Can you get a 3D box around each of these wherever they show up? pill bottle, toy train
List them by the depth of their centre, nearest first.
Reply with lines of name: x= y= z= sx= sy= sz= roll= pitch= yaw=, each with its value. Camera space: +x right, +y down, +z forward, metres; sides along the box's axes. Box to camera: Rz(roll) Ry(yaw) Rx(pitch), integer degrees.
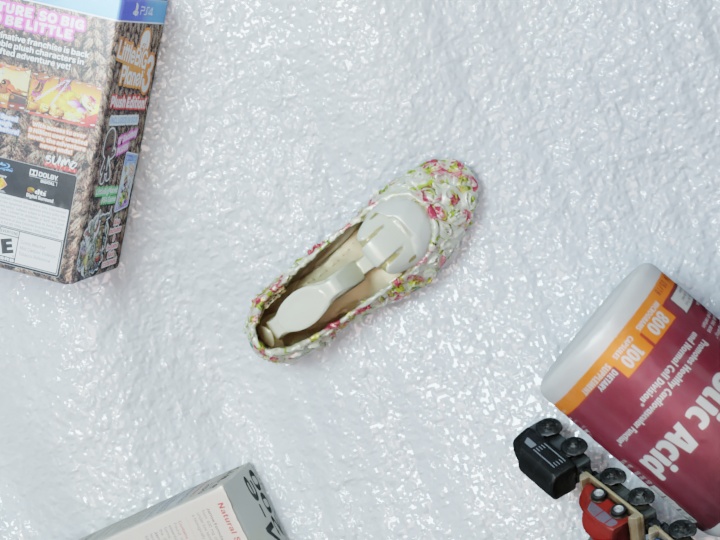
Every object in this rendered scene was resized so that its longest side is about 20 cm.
toy train: x=0.165 y=0.157 z=1.066 sx=0.046 sy=0.200 sz=0.034 roll=-26 pitch=128 yaw=-23
pill bottle: x=0.225 y=0.099 z=1.068 sx=0.200 sy=0.114 sz=0.114 roll=40 pitch=103 yaw=4

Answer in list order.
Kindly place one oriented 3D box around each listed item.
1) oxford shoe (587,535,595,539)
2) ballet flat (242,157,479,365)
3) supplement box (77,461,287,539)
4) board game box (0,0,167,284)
oxford shoe: x=0.168 y=0.274 z=1.100 sx=0.084 sy=0.072 sz=0.201 roll=36 pitch=128 yaw=42
ballet flat: x=0.000 y=0.000 z=1.127 sx=0.200 sy=0.064 sz=0.076 roll=-41 pitch=87 yaw=13
supplement box: x=-0.146 y=0.238 z=1.181 sx=0.199 sy=0.074 sz=0.127 roll=-25 pitch=92 yaw=13
board game box: x=-0.238 y=-0.109 z=1.143 sx=0.159 sy=0.097 sz=0.201 roll=14 pitch=100 yaw=9
